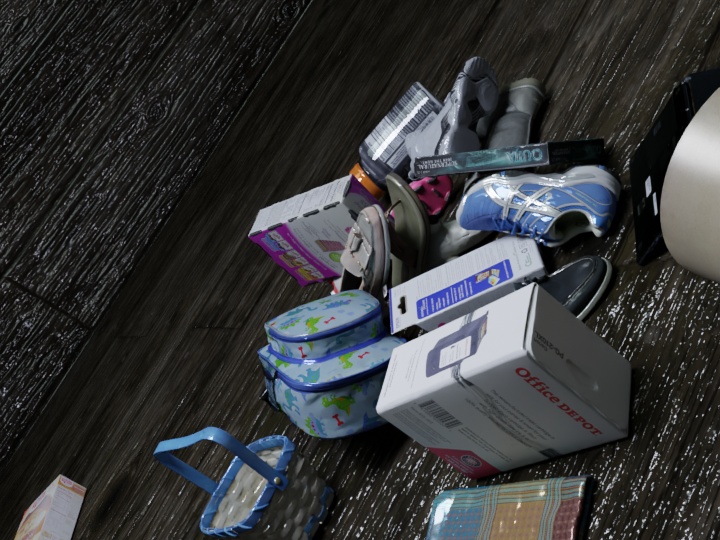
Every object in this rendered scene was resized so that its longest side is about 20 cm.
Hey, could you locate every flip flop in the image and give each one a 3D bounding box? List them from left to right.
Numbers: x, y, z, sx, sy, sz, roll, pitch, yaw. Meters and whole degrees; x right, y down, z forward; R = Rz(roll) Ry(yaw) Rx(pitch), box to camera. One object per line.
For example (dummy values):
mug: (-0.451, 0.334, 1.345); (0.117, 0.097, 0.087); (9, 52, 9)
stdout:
flip flop: (0.051, -0.037, 1.227); (0.057, 0.201, 0.081); (-18, 37, -23)

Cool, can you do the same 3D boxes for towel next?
towel: (0.123, 0.264, 0.834); (0.200, 0.022, 0.147); (-26, 35, 49)

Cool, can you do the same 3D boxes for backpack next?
backpack: (-0.029, 0.117, 1.133); (0.182, 0.148, 0.200); (-19, 20, -19)

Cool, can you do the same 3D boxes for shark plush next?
shark plush: (0.118, -0.033, 1.280); (0.083, 0.091, 0.200); (-36, -3, -27)

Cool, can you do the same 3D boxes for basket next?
basket: (-0.150, 0.268, 1.130); (0.176, 0.200, 0.140); (-22, 37, 51)

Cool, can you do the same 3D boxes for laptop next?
laptop: (0.371, -0.116, 0.924); (0.178, 0.103, 0.200); (-76, 6, -46)

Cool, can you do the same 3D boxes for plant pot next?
plant pot: (0.356, -0.036, 0.643); (0.188, 0.187, 0.200); (-50, 36, 6)

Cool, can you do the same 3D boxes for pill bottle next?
pill bottle: (0.070, -0.219, 1.555); (0.200, 0.106, 0.106); (-47, 22, 14)

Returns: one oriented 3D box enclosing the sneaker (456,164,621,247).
sneaker: (0.202, -0.070, 1.050); (0.199, 0.076, 0.077); (-8, 55, 31)

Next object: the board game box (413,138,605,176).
board game box: (0.184, -0.141, 1.125); (0.199, 0.135, 0.028); (0, 98, 44)

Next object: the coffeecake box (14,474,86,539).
coffeecake box: (-0.677, 0.564, 1.917); (0.154, 0.073, 0.200); (-45, 22, 21)

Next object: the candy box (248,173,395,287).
candy box: (-0.051, -0.056, 1.351); (0.199, 0.136, 0.061); (-15, 43, 39)

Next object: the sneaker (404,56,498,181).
sneaker: (0.128, -0.217, 1.308); (0.115, 0.075, 0.201); (-15, 50, 51)

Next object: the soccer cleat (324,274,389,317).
soccer cleat: (-0.001, 0.031, 1.384); (0.085, 0.069, 0.200); (-39, 28, 11)

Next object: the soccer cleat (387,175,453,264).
soccer cleat: (0.063, -0.084, 1.413); (0.200, 0.070, 0.086); (-49, 22, 11)

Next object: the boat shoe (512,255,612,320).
boat shoe: (0.182, 0.042, 0.986); (0.199, 0.066, 0.075); (-41, 24, 28)

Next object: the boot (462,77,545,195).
boot: (0.189, -0.178, 1.322); (0.182, 0.072, 0.201); (-26, 41, 52)

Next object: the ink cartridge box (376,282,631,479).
ink cartridge box: (0.137, 0.114, 0.863); (0.200, 0.145, 0.085); (-30, 31, 44)

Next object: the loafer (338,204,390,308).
loafer: (0.000, 0.000, 1.212); (0.201, 0.063, 0.072); (93, 158, -45)

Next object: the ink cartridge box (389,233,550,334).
ink cartridge box: (0.130, 0.020, 1.092); (0.199, 0.037, 0.095); (-23, 31, 15)
